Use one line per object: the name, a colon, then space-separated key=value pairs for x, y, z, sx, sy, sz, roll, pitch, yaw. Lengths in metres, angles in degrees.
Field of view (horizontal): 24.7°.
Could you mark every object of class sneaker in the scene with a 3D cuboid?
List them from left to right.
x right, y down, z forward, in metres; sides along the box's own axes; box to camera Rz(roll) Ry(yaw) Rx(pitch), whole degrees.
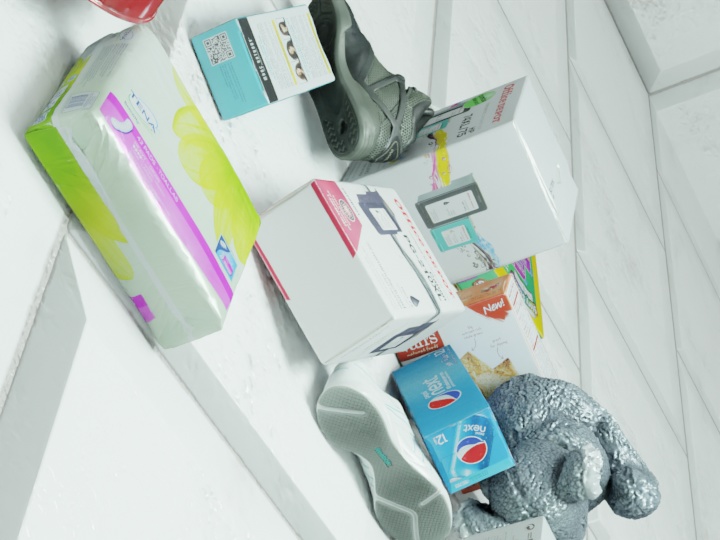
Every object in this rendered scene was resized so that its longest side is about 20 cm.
sneaker: x=0.005 y=-0.193 z=1.683 sx=0.114 sy=0.076 sz=0.200 roll=9 pitch=51 yaw=-42
sneaker: x=0.030 y=0.163 z=1.493 sx=0.201 sy=0.070 sz=0.080 roll=61 pitch=19 yaw=-23

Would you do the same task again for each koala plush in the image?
koala plush: x=0.171 y=0.203 z=1.570 sx=0.184 sy=0.177 sz=0.200 roll=62 pitch=18 yaw=-3

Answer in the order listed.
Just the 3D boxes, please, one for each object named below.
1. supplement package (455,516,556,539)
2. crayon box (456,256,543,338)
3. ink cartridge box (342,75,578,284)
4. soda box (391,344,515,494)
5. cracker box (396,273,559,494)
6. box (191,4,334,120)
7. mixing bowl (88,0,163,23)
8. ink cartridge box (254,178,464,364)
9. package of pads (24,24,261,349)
supplement package: x=0.074 y=0.316 z=1.275 sx=0.151 sy=0.199 sz=0.152 roll=62 pitch=22 yaw=-23
crayon box: x=0.155 y=-0.029 z=2.008 sx=0.200 sy=0.058 sz=0.173 roll=51 pitch=29 yaw=-43
ink cartridge box: x=0.108 y=-0.086 z=1.730 sx=0.146 sy=0.199 sz=0.147 roll=63 pitch=21 yaw=-18
soda box: x=0.085 y=0.138 z=1.565 sx=0.200 sy=0.068 sz=0.064 roll=-118 pitch=-176 yaw=-75
cracker box: x=0.130 y=0.118 z=1.698 sx=0.200 sy=0.134 sz=0.058 roll=64 pitch=20 yaw=-15
box: x=-0.087 y=-0.197 z=1.544 sx=0.083 sy=0.049 sz=0.200 roll=69 pitch=20 yaw=-6
mixing bowl: x=-0.184 y=-0.297 z=1.231 sx=0.200 sy=0.108 sz=0.200 roll=45 pitch=21 yaw=-23
ink cartridge box: x=0.000 y=0.000 z=1.502 sx=0.145 sy=0.084 sz=0.200 roll=60 pitch=19 yaw=10
package of pads: x=-0.153 y=-0.066 z=1.225 sx=0.200 sy=0.068 sz=0.155 roll=61 pitch=22 yaw=-26
